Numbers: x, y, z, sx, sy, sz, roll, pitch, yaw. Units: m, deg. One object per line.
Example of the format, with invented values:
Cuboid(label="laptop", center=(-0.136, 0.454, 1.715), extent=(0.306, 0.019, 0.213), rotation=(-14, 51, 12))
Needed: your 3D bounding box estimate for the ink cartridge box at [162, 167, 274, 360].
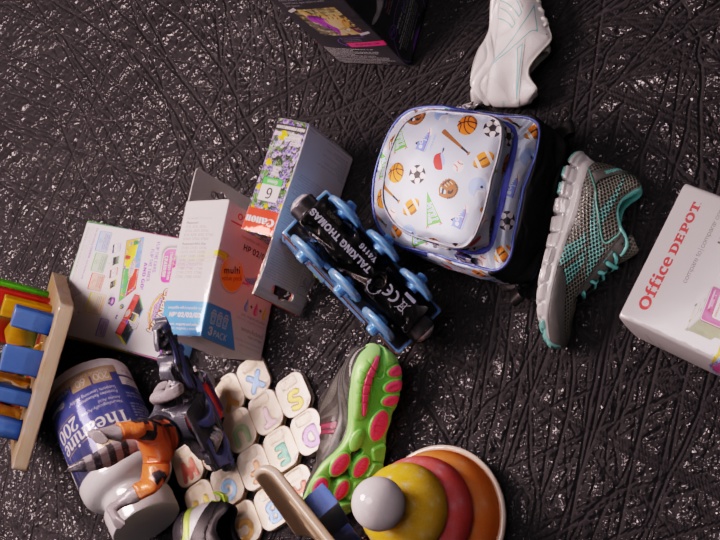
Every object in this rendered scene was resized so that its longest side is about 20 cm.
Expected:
Cuboid(label="ink cartridge box", center=(-0.154, -0.008, 1.326), extent=(0.067, 0.115, 0.203), rotation=(0, 73, 33))

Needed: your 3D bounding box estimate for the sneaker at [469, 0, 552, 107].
Cuboid(label="sneaker", center=(0.178, -0.273, 1.269), extent=(0.079, 0.070, 0.203), rotation=(10, 82, 15))

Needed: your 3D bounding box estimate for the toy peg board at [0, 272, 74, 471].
Cuboid(label="toy peg board", center=(-0.424, 0.107, 1.375), extent=(0.199, 0.097, 0.203), rotation=(-148, 75, -70))

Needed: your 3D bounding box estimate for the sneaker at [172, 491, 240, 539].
Cuboid(label="sneaker", center=(-0.146, 0.340, 1.235), extent=(0.082, 0.072, 0.202), rotation=(-24, 70, 16))

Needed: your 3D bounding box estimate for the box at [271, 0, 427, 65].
Cuboid(label="box", center=(-0.014, -0.331, 1.306), extent=(0.105, 0.200, 0.124), rotation=(9, 78, 30))

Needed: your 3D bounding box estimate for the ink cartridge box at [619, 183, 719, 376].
Cuboid(label="ink cartridge box", center=(0.361, 0.028, 1.052), extent=(0.199, 0.084, 0.146), rotation=(26, 88, 34))

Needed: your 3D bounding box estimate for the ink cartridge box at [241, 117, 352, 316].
Cuboid(label="ink cartridge box", center=(-0.081, -0.060, 1.309), extent=(0.050, 0.109, 0.202), rotation=(14, 81, 31))

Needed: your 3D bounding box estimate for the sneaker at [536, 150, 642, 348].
Cuboid(label="sneaker", center=(0.232, -0.017, 1.148), extent=(0.090, 0.078, 0.203), rotation=(12, 88, 16))

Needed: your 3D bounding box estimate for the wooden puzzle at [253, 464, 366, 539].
Cuboid(label="wooden puzzle", center=(-0.009, 0.281, 1.125), extent=(0.046, 0.186, 0.200), rotation=(-42, 58, -14))

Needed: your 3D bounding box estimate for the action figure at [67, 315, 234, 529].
Cuboid(label="action figure", center=(-0.228, 0.154, 1.254), extent=(0.104, 0.193, 0.202), rotation=(-4, 111, 36))

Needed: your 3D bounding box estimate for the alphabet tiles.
Cuboid(label="alphabet tiles", center=(-0.128, 0.204, 1.307), extent=(0.199, 0.015, 0.197), rotation=(-34, 61, 15))

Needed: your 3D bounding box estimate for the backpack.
Cuboid(label="backpack", center=(0.102, -0.086, 1.201), extent=(0.189, 0.153, 0.203), rotation=(12, 83, 41))

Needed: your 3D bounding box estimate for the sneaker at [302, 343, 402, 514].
Cuboid(label="sneaker", center=(-0.012, 0.174, 1.230), extent=(0.202, 0.076, 0.084), rotation=(-68, 23, 3))

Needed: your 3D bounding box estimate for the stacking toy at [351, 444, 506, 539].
Cuboid(label="stacking toy", center=(0.043, 0.229, 1.094), extent=(0.144, 0.200, 0.148), rotation=(-9, 69, 26))

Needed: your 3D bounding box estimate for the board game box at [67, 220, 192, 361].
Cuboid(label="board game box", center=(-0.283, 0.028, 1.434), extent=(0.198, 0.040, 0.155), rotation=(11, 80, 31))

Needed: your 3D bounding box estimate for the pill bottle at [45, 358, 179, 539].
Cuboid(label="pill bottle", center=(-0.288, 0.212, 1.335), extent=(0.111, 0.111, 0.201), rotation=(-40, 60, 12))

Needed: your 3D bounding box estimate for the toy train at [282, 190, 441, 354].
Cuboid(label="toy train", center=(0.000, 0.000, 1.217), extent=(0.087, 0.114, 0.200), rotation=(-45, 88, -7))
